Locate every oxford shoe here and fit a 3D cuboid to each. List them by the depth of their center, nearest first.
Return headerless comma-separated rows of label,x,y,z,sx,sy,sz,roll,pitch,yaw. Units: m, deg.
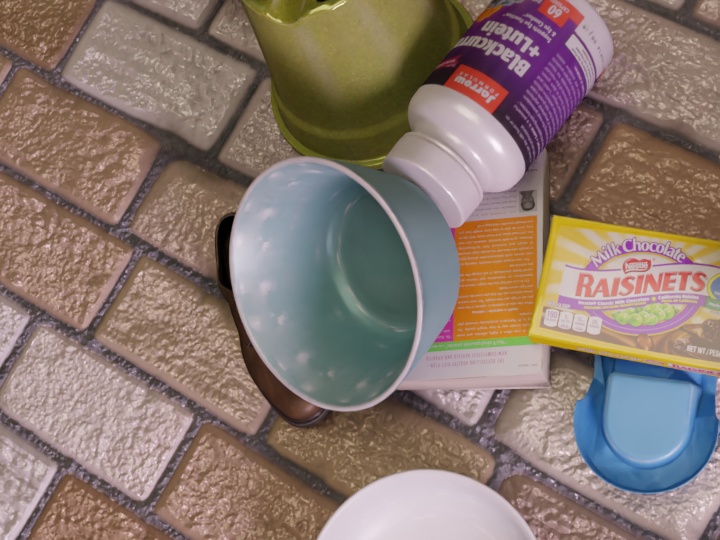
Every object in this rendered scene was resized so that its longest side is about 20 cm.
oxford shoe,-0.084,0.041,1.181,0.072,0.084,0.201,-28,69,5

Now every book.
book,0.092,-0.003,1.163,0.132,0.048,0.202,-3,71,17

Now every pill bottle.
pill bottle,0.109,-0.136,1.130,0.111,0.112,0.200,32,72,22

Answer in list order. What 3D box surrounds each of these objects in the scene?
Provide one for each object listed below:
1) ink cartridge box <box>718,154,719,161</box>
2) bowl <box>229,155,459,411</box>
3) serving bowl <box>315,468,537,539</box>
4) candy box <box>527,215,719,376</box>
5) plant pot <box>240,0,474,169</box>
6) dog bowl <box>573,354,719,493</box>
ink cartridge box,0.322,0.009,0.984,0.108,0.050,0.202,-9,81,30
bowl,0.000,0.000,1.098,0.200,0.105,0.203,14,113,37
serving bowl,0.055,0.260,1.082,0.198,0.066,0.202,-4,73,15
candy box,0.236,0.022,1.069,0.198,0.026,0.103,10,75,18
plant pot,-0.015,-0.215,1.168,0.198,0.184,0.202,-8,64,16
dog bowl,0.233,0.079,1.093,0.110,0.050,0.202,6,76,18
